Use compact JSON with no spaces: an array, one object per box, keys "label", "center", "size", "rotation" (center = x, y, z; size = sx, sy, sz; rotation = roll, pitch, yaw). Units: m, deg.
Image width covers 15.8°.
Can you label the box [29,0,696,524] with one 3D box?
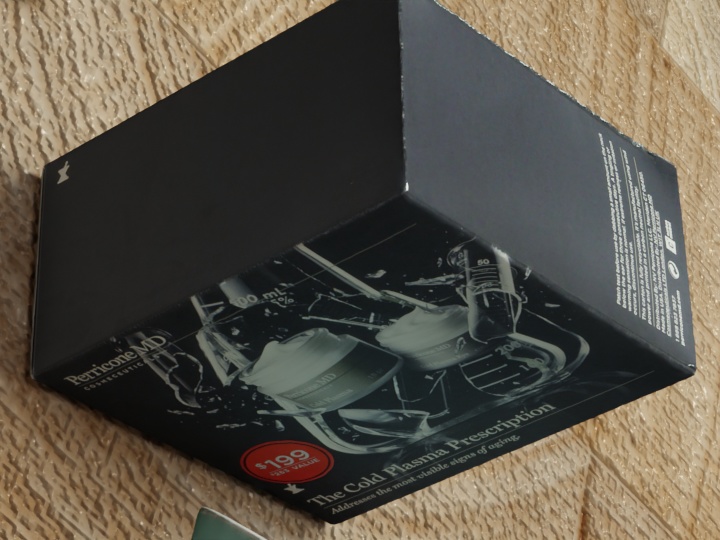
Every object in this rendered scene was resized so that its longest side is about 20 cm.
[{"label":"box","center":[0.000,0.000,1.040],"size":[0.182,0.200,0.105],"rotation":[30,46,-39]}]

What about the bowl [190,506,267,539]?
[{"label":"bowl","center":[0.000,0.184,0.953],"size":[0.201,0.201,0.105],"rotation":[37,80,-34]}]
